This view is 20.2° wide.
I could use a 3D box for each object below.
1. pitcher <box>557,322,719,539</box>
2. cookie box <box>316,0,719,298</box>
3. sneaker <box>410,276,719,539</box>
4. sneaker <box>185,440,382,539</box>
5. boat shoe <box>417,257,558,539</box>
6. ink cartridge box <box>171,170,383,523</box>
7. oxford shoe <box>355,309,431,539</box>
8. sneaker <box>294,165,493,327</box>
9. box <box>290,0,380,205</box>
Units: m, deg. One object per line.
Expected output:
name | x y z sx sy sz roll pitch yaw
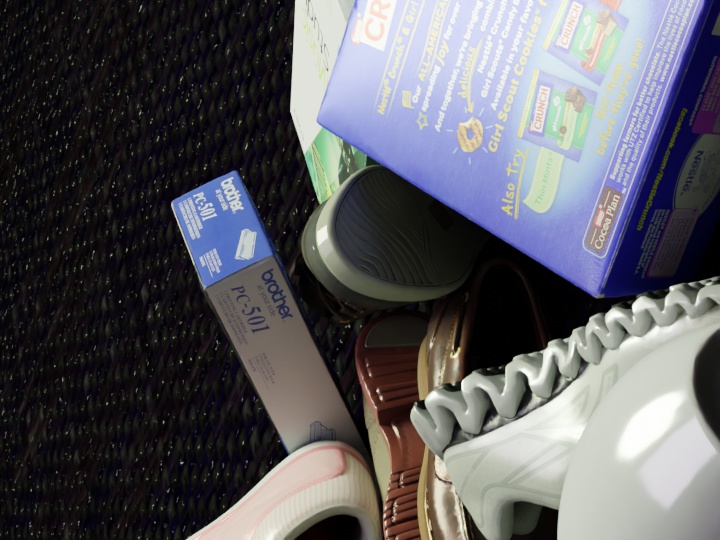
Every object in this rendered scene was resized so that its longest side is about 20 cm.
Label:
pitcher | 0.140 0.131 0.772 0.172 0.121 0.201 57 146 30
cookie box | 0.089 -0.107 0.933 0.200 0.075 0.172 35 114 39
sneaker | 0.114 0.059 0.884 0.200 0.075 0.082 -30 75 40
sneaker | -0.064 0.179 1.067 0.200 0.075 0.105 -46 17 1
boat shoe | 0.067 0.084 0.989 0.070 0.070 0.201 124 148 -44
ink cartridge box | -0.041 0.051 1.135 0.094 0.044 0.201 -117 2 -54
oxford shoe | 0.043 0.120 1.061 0.075 0.070 0.201 85 176 -55
sneaker | 0.000 0.000 1.042 0.106 0.200 0.075 -36 86 23
box | -0.005 -0.100 1.161 0.200 0.036 0.145 94 161 -57
